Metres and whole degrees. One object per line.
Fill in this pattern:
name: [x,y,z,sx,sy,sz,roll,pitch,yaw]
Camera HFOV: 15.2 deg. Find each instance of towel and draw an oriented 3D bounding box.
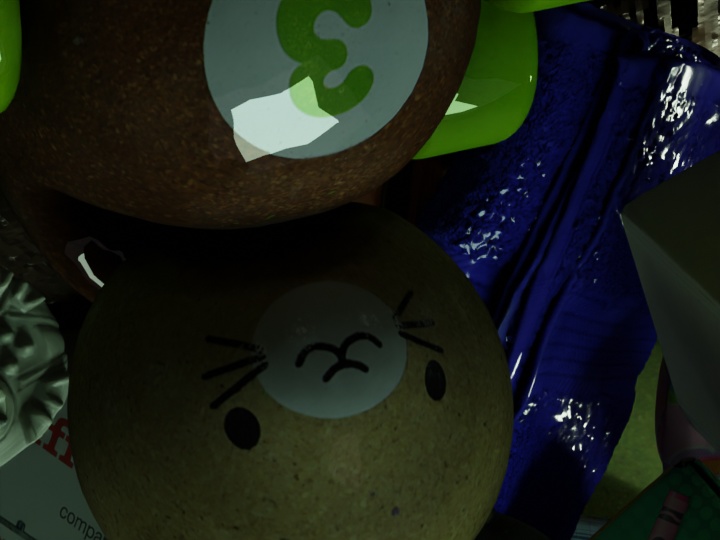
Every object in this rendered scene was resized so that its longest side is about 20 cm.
towel: [0.049,0.029,0.743,0.147,0.049,0.201,12,106,-62]

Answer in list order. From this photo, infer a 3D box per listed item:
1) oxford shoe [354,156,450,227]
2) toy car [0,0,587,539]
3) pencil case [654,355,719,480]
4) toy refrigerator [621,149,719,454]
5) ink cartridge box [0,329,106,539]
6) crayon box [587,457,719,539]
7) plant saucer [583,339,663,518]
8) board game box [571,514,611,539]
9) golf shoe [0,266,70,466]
oxford shoe: [0.000,0.000,0.805,0.072,0.072,0.200,-1,165,17]
toy car: [-0.013,0.014,0.543,0.163,0.201,0.158,-13,165,-19]
pencil case: [0.189,0.048,0.814,0.198,0.088,0.087,7,170,14]
toy refrigerator: [0.172,-0.024,0.701,0.199,0.070,0.076,-30,128,-10]
ink cartridge box: [-0.073,0.136,0.852,0.083,0.146,0.201,4,110,-51]
crayon box: [0.041,0.149,0.759,0.200,0.058,0.119,-41,161,-3]
plant saucer: [0.155,0.051,0.908,0.048,0.199,0.201,-64,179,-51]
board game box: [0.069,0.156,0.896,0.198,0.202,0.062,-7,173,14]
golf shoe: [-0.176,0.036,0.729,0.198,0.079,0.097,-11,-178,-2]
